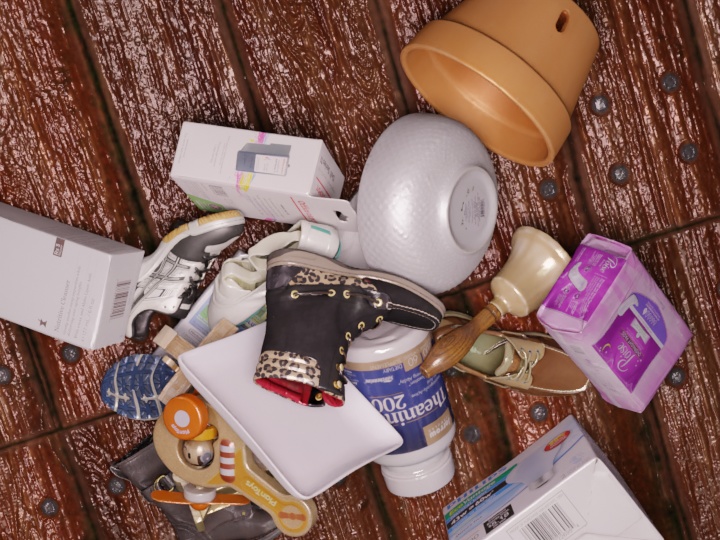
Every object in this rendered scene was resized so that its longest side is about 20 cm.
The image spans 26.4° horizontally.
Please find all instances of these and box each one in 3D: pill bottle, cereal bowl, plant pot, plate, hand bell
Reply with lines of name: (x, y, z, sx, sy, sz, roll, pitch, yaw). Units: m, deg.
pill bottle: (0.045, 0.150, 1.732, 0.111, 0.111, 0.200, -16, 112, 0)
cereal bowl: (0.088, -0.069, 1.662, 0.083, 0.200, 0.200, 8, 102, 40)
plant pot: (0.162, -0.228, 1.654, 0.200, 0.200, 0.140, 37, 80, -7)
plate: (-0.075, 0.145, 1.606, 0.200, 0.200, 0.032, 45, 121, 15)
hand bell: (0.139, 0.050, 1.693, 0.200, 0.104, 0.104, -39, 99, -21)

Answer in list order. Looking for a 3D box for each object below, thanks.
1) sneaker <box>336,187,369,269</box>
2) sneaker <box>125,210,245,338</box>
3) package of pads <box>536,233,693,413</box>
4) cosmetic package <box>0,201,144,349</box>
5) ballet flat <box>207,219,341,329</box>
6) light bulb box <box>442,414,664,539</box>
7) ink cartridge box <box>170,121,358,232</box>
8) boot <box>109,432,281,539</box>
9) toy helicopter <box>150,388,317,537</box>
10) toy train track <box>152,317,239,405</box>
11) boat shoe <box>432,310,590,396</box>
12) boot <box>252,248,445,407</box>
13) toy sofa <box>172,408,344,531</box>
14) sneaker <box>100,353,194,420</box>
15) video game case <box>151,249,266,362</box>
sneaker: (0.000, 0.000, 1.727, 0.116, 0.074, 0.200, 37, 88, -6)
sneaker: (-0.198, 0.006, 1.709, 0.200, 0.076, 0.088, -31, 80, 23)
package of pads: (0.283, 0.062, 1.699, 0.121, 0.076, 0.200, -56, 136, -11)
cosmetic package: (-0.350, 0.003, 1.685, 0.200, 0.081, 0.113, 16, 99, 17)
ballet flat: (-0.112, -0.001, 1.683, 0.200, 0.069, 0.069, -31, 100, 29)
light bulb box: (0.209, 0.285, 1.723, 0.198, 0.200, 0.125, -37, 97, 4)
ink cartridge box: (-0.090, -0.099, 1.661, 0.200, 0.117, 0.067, 9, 75, 14)
boot: (-0.169, 0.240, 1.762, 0.200, 0.069, 0.174, -30, 99, 13)
toy helicopter: (-0.135, 0.216, 1.605, 0.200, 0.079, 0.132, 35, 111, 12)
toy train track: (-0.148, 0.119, 1.656, 0.200, 0.033, 0.115, 35, 80, 22)
boat shoe: (0.167, 0.104, 1.756, 0.200, 0.074, 0.076, 14, 99, -4)
boot: (-0.015, 0.071, 1.604, 0.200, 0.073, 0.151, 19, 62, -16)
toy sofa: (-0.109, 0.206, 1.699, 0.200, 0.083, 0.098, -21, 76, -9)
sneaker: (-0.193, 0.142, 1.725, 0.200, 0.085, 0.077, 1, 68, 15)
video game case: (-0.120, 0.107, 1.773, 0.200, 0.022, 0.182, 40, 96, -7)
